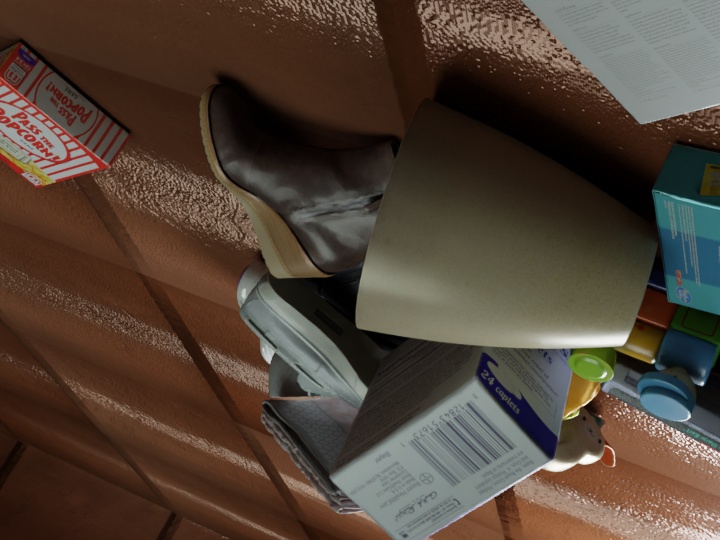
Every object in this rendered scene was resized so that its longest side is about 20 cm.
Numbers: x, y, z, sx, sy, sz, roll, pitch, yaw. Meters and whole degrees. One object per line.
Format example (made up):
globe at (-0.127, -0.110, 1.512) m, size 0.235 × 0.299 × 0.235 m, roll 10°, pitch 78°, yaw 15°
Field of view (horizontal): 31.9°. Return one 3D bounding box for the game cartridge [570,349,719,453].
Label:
game cartridge at (0.278, 0.106, 1.115) m, size 0.200 × 0.038 × 0.130 m, roll 28°, pitch -159°, yaw 3°

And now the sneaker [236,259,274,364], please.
sneaker at (-0.075, 0.069, 1.481) m, size 0.099 × 0.075 × 0.200 m, roll 17°, pitch 155°, yaw 29°

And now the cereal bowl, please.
cereal bowl at (-0.006, 0.094, 1.387) m, size 0.200 × 0.083 × 0.200 m, roll -4°, pitch 176°, yaw 0°

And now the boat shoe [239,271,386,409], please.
boat shoe at (-0.037, 0.087, 1.261) m, size 0.201 × 0.070 × 0.072 m, roll 44°, pitch 120°, yaw -3°

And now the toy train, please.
toy train at (0.201, 0.040, 1.039) m, size 0.200 × 0.116 × 0.085 m, roll 21°, pitch 150°, yaw 17°

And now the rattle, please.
rattle at (0.238, 0.134, 1.281) m, size 0.200 × 0.130 × 0.143 m, roll 28°, pitch 117°, yaw -31°

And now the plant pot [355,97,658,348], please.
plant pot at (0.119, -0.015, 0.970) m, size 0.200 × 0.188 × 0.187 m, roll 18°, pitch 156°, yaw 8°

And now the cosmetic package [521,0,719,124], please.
cosmetic package at (0.193, -0.165, 0.713) m, size 0.151 × 0.052 × 0.200 m, roll 38°, pitch 156°, yaw -25°

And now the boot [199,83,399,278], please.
boot at (-0.040, -0.094, 1.120) m, size 0.166 × 0.072 × 0.200 m, roll -17°, pitch 105°, yaw 29°

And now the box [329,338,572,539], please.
box at (0.090, 0.121, 1.142) m, size 0.105 × 0.200 × 0.184 m, roll 45°, pitch 122°, yaw -11°

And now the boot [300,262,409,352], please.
boot at (0.000, 0.000, 1.246) m, size 0.200 × 0.076 × 0.168 m, roll 28°, pitch 162°, yaw 18°

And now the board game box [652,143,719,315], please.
board game box at (0.317, -0.008, 0.901) m, size 0.200 × 0.047 × 0.151 m, roll 16°, pitch 154°, yaw 27°

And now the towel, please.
towel at (0.018, 0.178, 1.285) m, size 0.191 × 0.032 × 0.200 m, roll 0°, pitch -158°, yaw -29°

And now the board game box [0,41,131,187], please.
board game box at (-0.358, -0.163, 1.361) m, size 0.151 × 0.046 × 0.200 m, roll 41°, pitch 154°, yaw -26°
